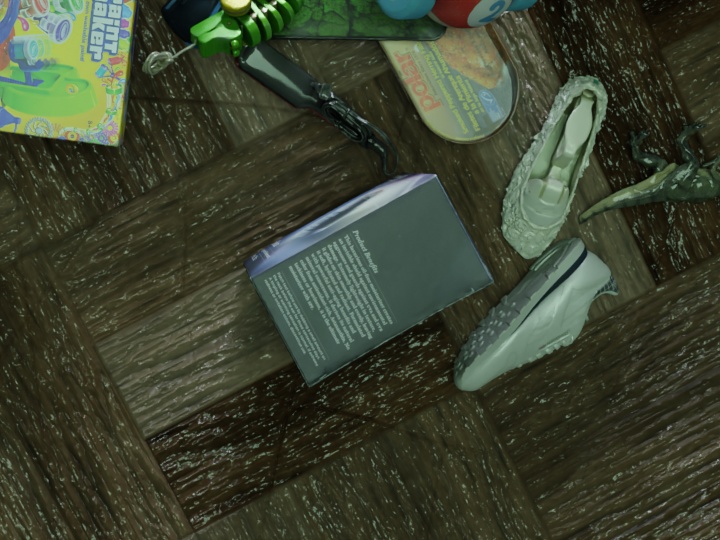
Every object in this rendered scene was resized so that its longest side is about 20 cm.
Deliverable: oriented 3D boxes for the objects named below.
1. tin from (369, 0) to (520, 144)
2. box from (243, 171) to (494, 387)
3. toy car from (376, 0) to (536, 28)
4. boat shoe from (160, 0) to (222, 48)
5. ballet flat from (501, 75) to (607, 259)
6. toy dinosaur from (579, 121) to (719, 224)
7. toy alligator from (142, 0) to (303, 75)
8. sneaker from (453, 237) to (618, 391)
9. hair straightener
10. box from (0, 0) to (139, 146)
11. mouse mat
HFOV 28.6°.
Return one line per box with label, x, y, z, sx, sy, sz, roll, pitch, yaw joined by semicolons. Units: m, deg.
tin;0.083;-0.223;1.440;0.112;0.042;0.201;-30;98;-7
box;0.000;0.000;1.370;0.198;0.200;0.124;-28;97;-4
toy car;0.139;-0.317;1.304;0.184;0.199;0.178;-13;102;-40
boat shoe;-0.127;-0.313;1.379;0.069;0.084;0.200;39;95;10
ballet flat;0.199;-0.108;1.451;0.071;0.072;0.201;20;93;-8
toy dinosaur;0.323;-0.106;1.477;0.199;0.047;0.089;-10;103;-3
toy alligator;-0.117;-0.233;1.359;0.200;0.059;0.054;-41;71;-21
sneaker;0.180;0.060;1.463;0.200;0.076;0.081;-44;108;0
hair straightener;-0.040;-0.161;1.410;0.200;0.077;0.041;40;87;-9
box;-0.312;-0.230;1.350;0.192;0.122;0.201;6;95;-8
mouse mat;-0.011;-0.310;1.410;0.199;0.008;0.162;1;89;4
